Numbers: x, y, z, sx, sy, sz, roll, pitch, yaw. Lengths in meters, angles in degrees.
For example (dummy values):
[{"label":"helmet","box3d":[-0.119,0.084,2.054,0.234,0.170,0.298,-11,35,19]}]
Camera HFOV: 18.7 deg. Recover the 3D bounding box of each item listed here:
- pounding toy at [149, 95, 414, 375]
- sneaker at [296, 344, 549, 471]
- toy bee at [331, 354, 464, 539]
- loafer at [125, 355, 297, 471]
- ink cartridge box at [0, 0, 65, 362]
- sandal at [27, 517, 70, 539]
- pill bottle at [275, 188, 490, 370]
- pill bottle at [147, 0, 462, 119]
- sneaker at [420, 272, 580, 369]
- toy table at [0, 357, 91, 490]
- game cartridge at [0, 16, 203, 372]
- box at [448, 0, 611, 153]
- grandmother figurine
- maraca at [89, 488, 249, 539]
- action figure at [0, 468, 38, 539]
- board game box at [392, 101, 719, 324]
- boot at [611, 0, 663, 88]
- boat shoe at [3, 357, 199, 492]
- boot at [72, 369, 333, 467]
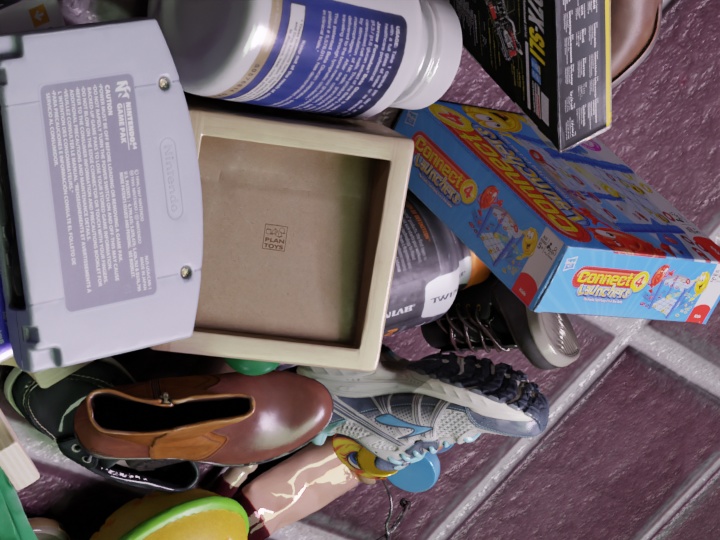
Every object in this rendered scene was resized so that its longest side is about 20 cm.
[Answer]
[{"label":"pounding toy","box3d":[-0.084,-0.011,1.467,0.183,0.142,0.201,7,99,-16]},{"label":"sneaker","box3d":[0.046,0.107,1.626,0.078,0.199,0.087,-25,121,-62]},{"label":"toy bee","box3d":[0.018,0.131,1.721,0.200,0.108,0.131,-59,-179,20]},{"label":"loafer","box3d":[-0.114,0.094,1.617,0.073,0.071,0.200,-15,-174,31]},{"label":"ink cartridge box","box3d":[-0.240,-0.043,1.306,0.200,0.043,0.199,-29,112,-34]},{"label":"sandal","box3d":[-0.274,0.271,1.703,0.081,0.055,0.200,1,128,-42]},{"label":"pill bottle","box3d":[0.000,0.000,1.613,0.199,0.106,0.107,-17,138,-27]},{"label":"pill bottle","box3d":[-0.030,-0.157,1.419,0.199,0.111,0.111,6,124,-44]},{"label":"sneaker","box3d":[0.101,0.044,1.676,0.106,0.200,0.075,-31,108,8]},{"label":"toy table","box3d":[-0.267,0.054,1.432,0.200,0.117,0.184,-38,143,0]},{"label":"game cartridge","box3d":[-0.159,-0.049,1.322,0.133,0.041,0.201,-13,101,-41]},{"label":"box","box3d":[0.105,-0.201,1.449,0.049,0.160,0.200,-27,141,-16]},{"label":"grandmother figurine","box3d":[-0.087,0.199,1.794,0.199,0.061,0.122,-29,115,-10]},{"label":"maraca","box3d":[-0.172,0.242,1.690,0.200,0.107,0.137,-35,146,-6]},{"label":"action figure","box3d":[-0.290,0.160,1.570,0.118,0.055,0.201,-16,129,-14]},{"label":"board game box","box3d":[0.146,-0.044,1.614,0.195,0.200,0.056,5,122,-44]},{"label":"boot","box3d":[0.160,-0.232,1.543,0.200,0.064,0.187,26,97,-54]},{"label":"boat shoe","box3d":[-0.184,0.119,1.612,0.074,0.066,0.199,-41,143,3]},{"label":"boot","box3d":[-0.094,0.087,1.438,0.187,0.069,0.200,4,170,-12]}]
